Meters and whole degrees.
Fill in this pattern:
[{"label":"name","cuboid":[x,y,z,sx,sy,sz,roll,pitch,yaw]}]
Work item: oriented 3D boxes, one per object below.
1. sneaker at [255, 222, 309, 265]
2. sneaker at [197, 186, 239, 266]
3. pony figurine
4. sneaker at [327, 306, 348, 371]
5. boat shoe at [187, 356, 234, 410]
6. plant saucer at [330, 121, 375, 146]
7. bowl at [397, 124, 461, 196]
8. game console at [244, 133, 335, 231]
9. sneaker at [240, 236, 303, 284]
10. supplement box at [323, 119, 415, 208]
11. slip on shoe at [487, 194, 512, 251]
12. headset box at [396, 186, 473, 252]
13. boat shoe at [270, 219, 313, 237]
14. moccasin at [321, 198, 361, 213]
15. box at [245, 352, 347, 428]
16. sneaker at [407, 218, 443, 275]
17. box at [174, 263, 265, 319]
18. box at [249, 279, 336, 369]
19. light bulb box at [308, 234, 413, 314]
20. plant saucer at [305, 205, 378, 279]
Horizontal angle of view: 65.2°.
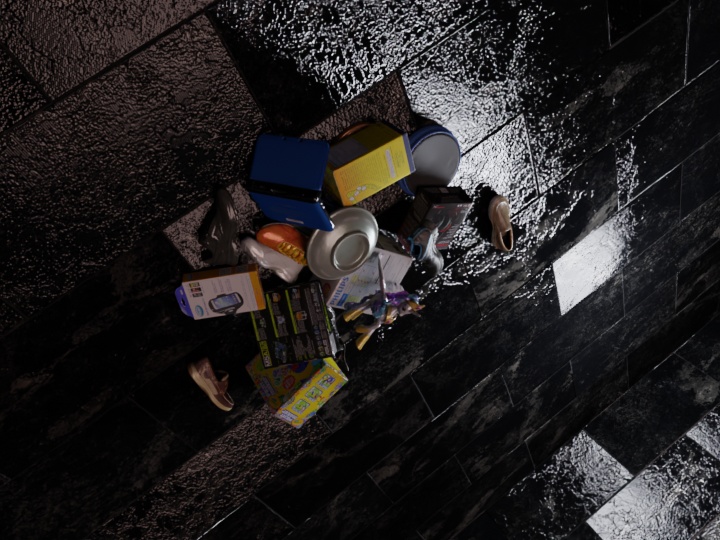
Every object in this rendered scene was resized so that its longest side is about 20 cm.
[{"label":"sneaker","cuboid":[-0.154,-0.057,1.334,0.200,0.077,0.073,19,118,-34]},{"label":"sneaker","cuboid":[-0.325,-0.093,1.282,0.091,0.076,0.200,-7,122,-23]},{"label":"pony figurine","cuboid":[0.055,0.082,1.425,0.200,0.193,0.167,-29,132,13]},{"label":"sneaker","cuboid":[-0.079,0.196,1.619,0.060,0.104,0.200,-20,129,-23]},{"label":"boat shoe","cuboid":[-0.384,0.302,1.513,0.072,0.072,0.200,-34,127,-8]},{"label":"plant saucer","cuboid":[0.007,-0.270,1.411,0.200,0.032,0.201,-17,127,-24]},{"label":"bowl","cuboid":[0.185,-0.288,1.513,0.200,0.039,0.201,-17,128,-23]},{"label":"game console","cuboid":[-0.143,-0.193,1.247,0.118,0.200,0.171,-61,147,-23]},{"label":"sneaker","cuboid":[-0.212,-0.048,1.396,0.099,0.078,0.200,-55,140,-2]},{"label":"supplement box","cuboid":[0.010,-0.253,1.328,0.200,0.109,0.110,-30,132,-12]},{"label":"slip on shoe","cuboid":[0.447,-0.146,1.771,0.076,0.061,0.200,-24,131,-18]},{"label":"headset box","cuboid":[0.202,-0.135,1.577,0.148,0.075,0.200,-5,139,-31]},{"label":"boat shoe","cuboid":[-0.141,-0.101,1.405,0.066,0.072,0.201,-44,132,11]},{"label":"moccasin","cuboid":[-0.036,-0.148,1.422,0.200,0.080,0.068,0,100,-49]},{"label":"box","cuboid":[-0.177,0.283,1.543,0.193,0.200,0.122,-45,137,-1]},{"label":"sneaker","cuboid":[0.168,-0.050,1.519,0.082,0.073,0.200,-41,139,-19]},{"label":"box","cuboid":[-0.338,0.053,1.359,0.200,0.042,0.119,-7,127,-2]},{"label":"box","cuboid":[-0.176,0.138,1.435,0.193,0.048,0.200,-12,96,12]},{"label":"light bulb box","cuboid":[0.000,0.000,1.525,0.200,0.125,0.198,15,111,-39]},{"label":"plant saucer","cuboid":[-0.032,-0.054,1.336,0.200,0.050,0.200,-22,134,-25]}]
